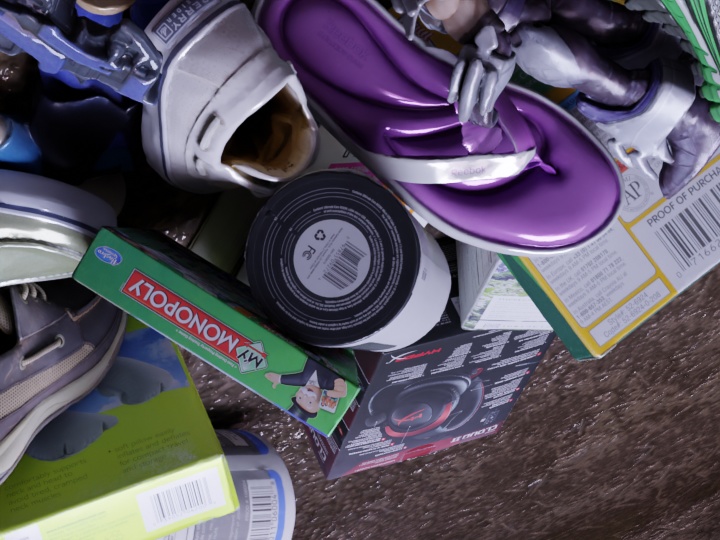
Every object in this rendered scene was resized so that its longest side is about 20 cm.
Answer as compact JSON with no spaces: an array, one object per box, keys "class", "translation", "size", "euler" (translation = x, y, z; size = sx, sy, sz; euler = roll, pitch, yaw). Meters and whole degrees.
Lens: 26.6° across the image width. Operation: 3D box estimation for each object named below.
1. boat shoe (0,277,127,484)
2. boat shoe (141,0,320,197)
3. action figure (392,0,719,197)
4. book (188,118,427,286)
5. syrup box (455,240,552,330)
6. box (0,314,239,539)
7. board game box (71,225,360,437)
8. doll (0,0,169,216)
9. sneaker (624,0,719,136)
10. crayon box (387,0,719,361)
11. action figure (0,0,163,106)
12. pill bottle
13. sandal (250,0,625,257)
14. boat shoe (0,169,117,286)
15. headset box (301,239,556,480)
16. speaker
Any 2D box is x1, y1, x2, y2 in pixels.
[{"class":"boat shoe","translation":[-0.177,0.036,0.768],"size":[0.074,0.200,0.073],"euler":[4,123,16]},{"class":"boat shoe","translation":[-0.053,-0.064,0.694],"size":[0.071,0.070,0.200],"euler":[-43,172,-12]},{"class":"action figure","translation":[0.075,-0.111,0.685],"size":[0.200,0.130,0.069],"euler":[22,139,-17]},{"class":"book","translation":[-0.007,-0.050,0.878],"size":[0.133,0.048,0.200],"euler":[-5,142,-37]},{"class":"syrup box","translation":[0.111,-0.030,0.903],"size":[0.079,0.082,0.200],"euler":[1,159,-6]},{"class":"box","translation":[-0.153,0.072,0.824],"size":[0.122,0.200,0.048],"euler":[-19,128,-12]},{"class":"board game box","translation":[-0.065,0.024,0.760],"size":[0.029,0.134,0.200],"euler":[-57,-179,0]},{"class":"doll","translation":[-0.122,-0.082,0.712],"size":[0.136,0.049,0.200],"euler":[-17,158,-25]},{"class":"sneaker","translation":[0.181,-0.105,0.645],"size":[0.085,0.200,0.078],"euler":[-19,-148,56]},{"class":"crayon box","translation":[0.103,-0.071,0.775],"size":[0.126,0.200,0.052],"euler":[-37,179,-6]},{"class":"action figure","translation":[-0.139,-0.147,0.534],"size":[0.200,0.105,0.193],"euler":[28,131,-28]},{"class":"pill bottle","translation":[-0.152,0.166,1.047],"size":[0.200,0.114,0.114],"euler":[7,139,-45]},{"class":"sandal","translation":[0.033,-0.071,0.718],"size":[0.083,0.202,0.050],"euler":[-59,-178,-3]},{"class":"boat shoe","translation":[-0.213,-0.008,0.713],"size":[0.199,0.062,0.072],"euler":[1,155,-21]},{"class":"headset box","translation":[0.043,0.066,1.079],"size":[0.148,0.075,0.200],"euler":[-13,150,-23]},{"class":"speaker","translation":[0.000,0.000,0.768],"size":[0.081,0.081,0.200],"euler":[-28,174,4]}]
